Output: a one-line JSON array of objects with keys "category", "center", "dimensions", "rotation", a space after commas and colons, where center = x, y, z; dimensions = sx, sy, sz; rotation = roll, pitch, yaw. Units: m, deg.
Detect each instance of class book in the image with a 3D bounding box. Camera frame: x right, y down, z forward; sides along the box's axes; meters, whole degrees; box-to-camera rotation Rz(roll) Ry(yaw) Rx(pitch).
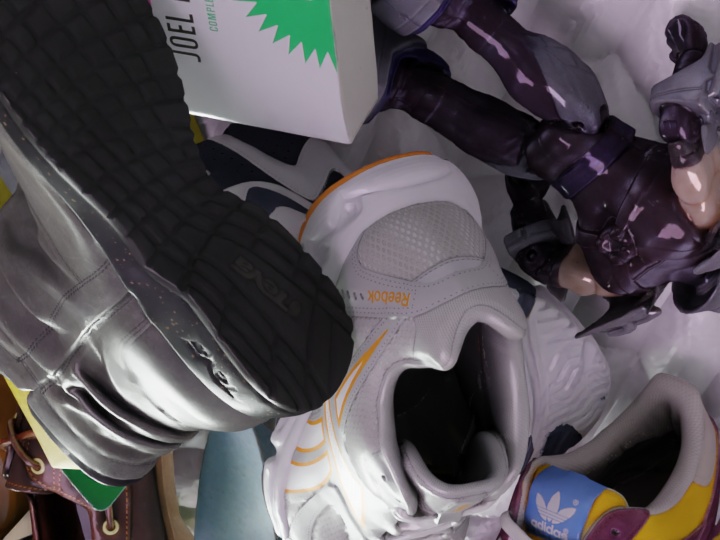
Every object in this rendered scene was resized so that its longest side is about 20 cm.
[{"category": "book", "center": [-0.095, -0.116, 0.682], "dimensions": [0.200, 0.048, 0.134], "rotation": [11, 134, 20]}]

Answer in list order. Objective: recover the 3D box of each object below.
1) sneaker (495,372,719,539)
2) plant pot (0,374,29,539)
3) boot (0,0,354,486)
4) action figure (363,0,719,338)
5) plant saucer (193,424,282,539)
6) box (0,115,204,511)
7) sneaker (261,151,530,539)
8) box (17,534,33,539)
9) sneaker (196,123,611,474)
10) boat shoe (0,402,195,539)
[{"category": "sneaker", "center": [0.063, 0.119, 0.790], "dimensions": [0.075, 0.200, 0.090], "rotation": [20, 140, 32]}, {"category": "plant pot", "center": [-0.261, 0.090, 0.987], "dimensions": [0.200, 0.183, 0.200], "rotation": [18, 137, 18]}, {"category": "boot", "center": [-0.103, -0.017, 0.689], "dimensions": [0.131, 0.068, 0.200], "rotation": [-21, 108, 44]}, {"category": "action figure", "center": [0.066, -0.049, 0.730], "dimensions": [0.200, 0.069, 0.130], "rotation": [37, 132, -9]}, {"category": "plant saucer", "center": [-0.038, 0.155, 0.929], "dimensions": [0.039, 0.201, 0.201], "rotation": [0, 140, -14]}, {"category": "box", "center": [-0.102, -0.013, 0.834], "dimensions": [0.048, 0.117, 0.200], "rotation": [3, 131, 32]}, {"category": "sneaker", "center": [0.016, 0.064, 0.727], "dimensions": [0.092, 0.076, 0.200], "rotation": [-120, 23, -45]}, {"category": "box", "center": [-0.186, 0.169, 1.054], "dimensions": [0.200, 0.122, 0.048], "rotation": [-25, 92, 47]}, {"category": "sneaker", "center": [0.000, 0.000, 0.821], "dimensions": [0.199, 0.130, 0.080], "rotation": [15, 116, -33]}, {"category": "boat shoe", "center": [-0.118, 0.083, 0.932], "dimensions": [0.070, 0.070, 0.200], "rotation": [12, 117, 58]}]
